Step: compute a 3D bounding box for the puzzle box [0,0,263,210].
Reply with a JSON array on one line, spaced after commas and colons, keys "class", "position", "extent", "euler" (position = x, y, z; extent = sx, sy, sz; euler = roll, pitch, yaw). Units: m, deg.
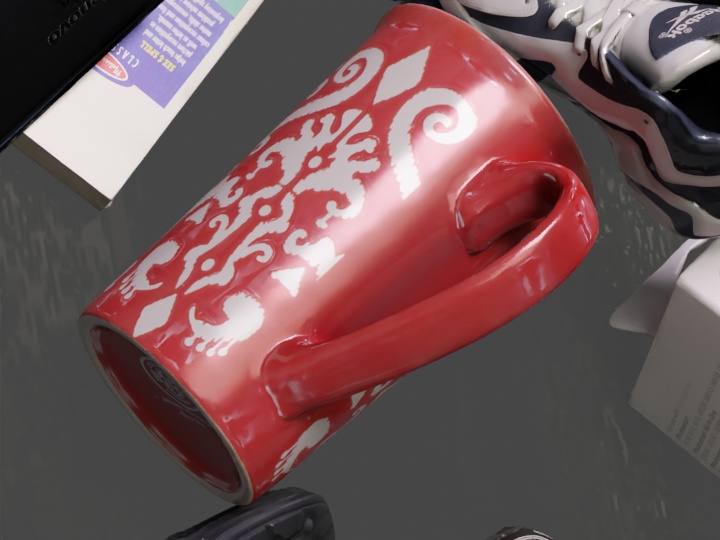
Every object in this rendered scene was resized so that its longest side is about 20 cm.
[{"class": "puzzle box", "position": [-0.154, -0.137, 0.995], "extent": [0.200, 0.025, 0.133], "euler": [39, 67, -9]}]

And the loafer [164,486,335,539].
[{"class": "loafer", "position": [-0.091, 0.146, 0.932], "extent": [0.201, 0.070, 0.068], "euler": [-33, 125, -38]}]

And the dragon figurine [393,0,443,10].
[{"class": "dragon figurine", "position": [0.070, -0.127, 1.038], "extent": [0.200, 0.099, 0.059], "euler": [13, 74, -18]}]

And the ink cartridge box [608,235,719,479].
[{"class": "ink cartridge box", "position": [0.226, 0.040, 1.022], "extent": [0.200, 0.125, 0.129], "euler": [40, 65, 16]}]

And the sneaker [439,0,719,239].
[{"class": "sneaker", "position": [0.113, -0.104, 0.922], "extent": [0.079, 0.130, 0.199], "euler": [-37, 89, -18]}]

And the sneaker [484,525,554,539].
[{"class": "sneaker", "position": [0.107, 0.204, 0.986], "extent": [0.078, 0.085, 0.200], "euler": [-23, 86, -24]}]

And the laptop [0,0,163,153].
[{"class": "laptop", "position": [-0.225, -0.141, 0.948], "extent": [0.200, 0.116, 0.187], "euler": [41, 78, 21]}]

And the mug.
[{"class": "mug", "position": [-0.008, -0.008, 0.947], "extent": [0.200, 0.178, 0.133], "euler": [-41, 92, -19]}]
